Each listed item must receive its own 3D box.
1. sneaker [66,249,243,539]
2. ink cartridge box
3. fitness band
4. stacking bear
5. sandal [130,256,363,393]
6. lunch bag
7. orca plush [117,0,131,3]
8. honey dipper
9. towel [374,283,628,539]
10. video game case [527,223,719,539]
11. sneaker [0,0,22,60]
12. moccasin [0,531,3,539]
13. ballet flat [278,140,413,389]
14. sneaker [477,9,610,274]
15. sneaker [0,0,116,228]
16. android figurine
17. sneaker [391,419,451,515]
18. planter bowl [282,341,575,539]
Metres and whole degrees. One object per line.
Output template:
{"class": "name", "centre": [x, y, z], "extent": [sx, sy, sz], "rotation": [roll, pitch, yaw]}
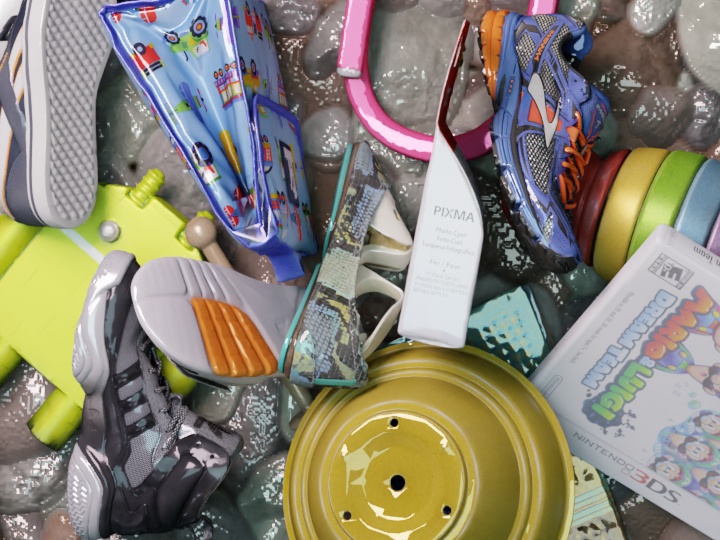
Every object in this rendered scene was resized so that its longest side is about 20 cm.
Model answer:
{"class": "sneaker", "centre": [-0.133, 0.088, 1.546], "extent": [0.113, 0.075, 0.201], "rotation": [7, 102, 6]}
{"class": "ink cartridge box", "centre": [0.066, -0.059, 1.486], "extent": [0.047, 0.160, 0.201], "rotation": [12, 96, 3]}
{"class": "fitness band", "centre": [0.062, -0.174, 1.573], "extent": [0.143, 0.037, 0.201], "rotation": [11, 94, 5]}
{"class": "stacking bear", "centre": [0.187, -0.032, 1.532], "extent": [0.199, 0.114, 0.122], "rotation": [20, 136, 15]}
{"class": "sandal", "centre": [-0.081, 0.046, 1.521], "extent": [0.059, 0.206, 0.080], "rotation": [-27, 64, 37]}
{"class": "lunch bag", "centre": [-0.085, -0.086, 1.525], "extent": [0.094, 0.151, 0.201], "rotation": [-21, 85, 6]}
{"class": "orca plush", "centre": [-0.099, -0.233, 1.569], "extent": [0.199, 0.071, 0.106], "rotation": [-6, 91, 6]}
{"class": "honey dipper", "centre": [-0.063, 0.051, 1.576], "extent": [0.038, 0.038, 0.201], "rotation": [-31, 98, 6]}
{"class": "towel", "centre": [0.087, 0.128, 1.589], "extent": [0.146, 0.022, 0.201], "rotation": [-22, 91, 7]}
{"class": "video game case", "centre": [0.220, 0.080, 1.501], "extent": [0.182, 0.024, 0.200], "rotation": [31, 133, -5]}
{"class": "sneaker", "centre": [-0.289, -0.123, 1.577], "extent": [0.078, 0.099, 0.200], "rotation": [36, 95, 4]}
{"class": "moccasin", "centre": [-0.289, 0.164, 1.590], "extent": [0.073, 0.078, 0.203], "rotation": [1, 104, 9]}
{"class": "ballet flat", "centre": [0.000, 0.000, 1.532], "extent": [0.074, 0.074, 0.201], "rotation": [13, 55, 5]}
{"class": "sneaker", "centre": [0.124, -0.091, 1.482], "extent": [0.078, 0.075, 0.201], "rotation": [-11, 62, 9]}
{"class": "sneaker", "centre": [-0.220, -0.130, 1.557], "extent": [0.079, 0.078, 0.201], "rotation": [4, 86, 36]}
{"class": "android figurine", "centre": [-0.183, 0.022, 1.603], "extent": [0.182, 0.041, 0.200], "rotation": [42, 97, 3]}
{"class": "sneaker", "centre": [0.053, 0.162, 1.553], "extent": [0.070, 0.078, 0.200], "rotation": [-41, 72, 7]}
{"class": "planter bowl", "centre": [0.033, 0.139, 1.478], "extent": [0.199, 0.083, 0.202], "rotation": [-3, 79, 15]}
